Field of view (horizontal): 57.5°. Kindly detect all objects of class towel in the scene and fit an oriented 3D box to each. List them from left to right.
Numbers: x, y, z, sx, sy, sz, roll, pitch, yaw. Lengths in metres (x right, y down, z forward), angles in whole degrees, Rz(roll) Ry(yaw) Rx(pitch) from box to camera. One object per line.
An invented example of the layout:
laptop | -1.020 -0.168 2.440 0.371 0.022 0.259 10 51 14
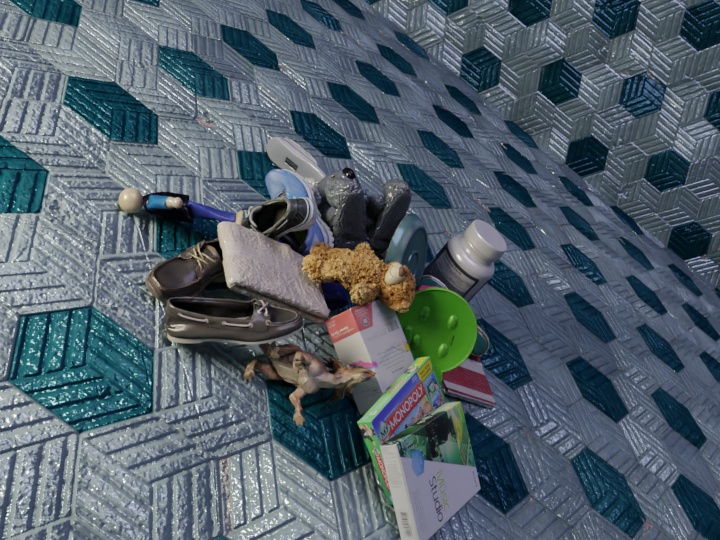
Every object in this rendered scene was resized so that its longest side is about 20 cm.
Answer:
towel | -0.135 0.004 1.043 0.198 0.034 0.134 24 33 -39
towel | -0.114 -0.013 1.198 0.146 0.050 0.202 15 38 -45
towel | 0.190 0.175 1.308 0.142 0.023 0.203 21 37 -31

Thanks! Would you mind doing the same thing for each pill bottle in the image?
pill bottle | 0.213 -0.004 1.384 0.118 0.201 0.121 27 32 -19

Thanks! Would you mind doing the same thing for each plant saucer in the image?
plant saucer | 0.090 -0.008 1.272 0.027 0.205 0.200 14 23 22

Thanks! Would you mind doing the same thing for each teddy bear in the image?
teddy bear | 0.000 0.000 1.087 0.197 0.068 0.144 26 26 19

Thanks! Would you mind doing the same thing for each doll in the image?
doll | -0.291 -0.100 1.065 0.195 0.050 0.136 12 -1 -12

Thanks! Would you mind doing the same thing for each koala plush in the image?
koala plush | -0.030 -0.122 1.277 0.174 0.187 0.200 -5 34 -33

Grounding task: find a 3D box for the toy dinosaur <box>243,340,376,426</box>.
toy dinosaur | -0.089 0.147 0.991 0.198 0.087 0.135 32 17 19

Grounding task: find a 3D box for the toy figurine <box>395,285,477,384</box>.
toy figurine | 0.125 0.109 1.217 0.147 0.205 0.184 16 12 -1

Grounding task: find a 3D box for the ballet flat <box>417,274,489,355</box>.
ballet flat | 0.184 0.093 1.335 0.201 0.067 0.062 50 9 1

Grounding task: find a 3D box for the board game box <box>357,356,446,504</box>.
board game box | 0.077 0.240 1.013 0.199 0.029 0.137 -35 108 -52

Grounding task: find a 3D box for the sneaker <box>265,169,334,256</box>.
sneaker | -0.123 -0.108 1.180 0.088 0.079 0.202 6 45 -53

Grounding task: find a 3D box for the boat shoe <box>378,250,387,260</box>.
boat shoe | 0.037 -0.048 1.392 0.201 0.075 0.092 53 20 17

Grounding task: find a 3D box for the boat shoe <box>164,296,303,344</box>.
boat shoe | -0.178 0.065 0.927 0.195 0.058 0.067 -2 26 -9

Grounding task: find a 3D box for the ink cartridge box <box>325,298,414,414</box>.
ink cartridge box | 0.031 0.156 1.079 0.115 0.067 0.204 -13 79 -52

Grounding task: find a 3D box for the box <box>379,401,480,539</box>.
box | 0.110 0.298 0.986 0.198 0.036 0.148 -14 91 -55

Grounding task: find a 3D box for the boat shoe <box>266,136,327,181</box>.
boat shoe | -0.117 -0.224 1.432 0.200 0.074 0.065 48 36 11

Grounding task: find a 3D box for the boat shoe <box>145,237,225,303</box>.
boat shoe | -0.250 -0.013 1.018 0.074 0.074 0.199 43 31 8

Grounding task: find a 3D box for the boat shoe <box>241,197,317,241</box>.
boat shoe | -0.158 -0.087 1.099 0.070 0.198 0.074 13 66 -43
